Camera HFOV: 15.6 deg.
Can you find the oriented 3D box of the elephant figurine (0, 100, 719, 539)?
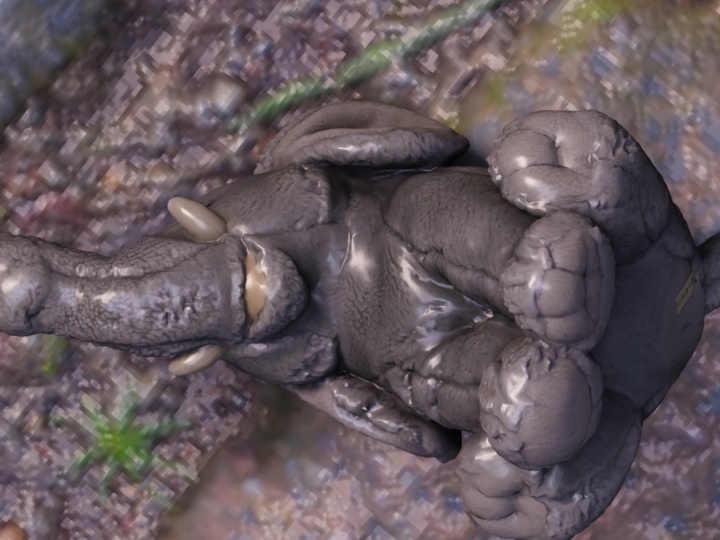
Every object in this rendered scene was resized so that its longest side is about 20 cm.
[{"bbox_3d":[0.000,0.000,0.850,0.199,0.155,0.142,9,62,29],"label":"elephant figurine"}]
